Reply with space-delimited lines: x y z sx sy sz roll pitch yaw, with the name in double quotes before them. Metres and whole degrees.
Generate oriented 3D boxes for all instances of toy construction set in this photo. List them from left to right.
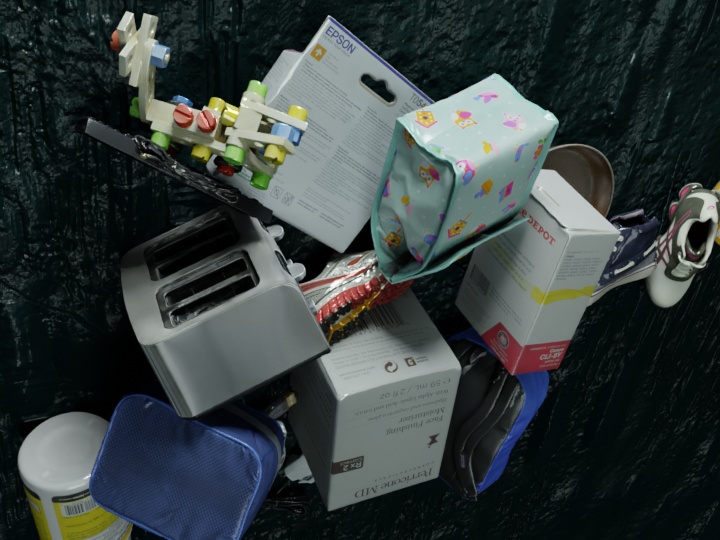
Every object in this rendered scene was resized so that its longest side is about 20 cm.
"toy construction set" -0.142 -0.141 0.745 0.093 0.198 0.131 -57 177 -8

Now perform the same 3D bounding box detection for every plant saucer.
"plant saucer" 0.240 -0.079 1.075 0.196 0.032 0.203 -14 130 -17

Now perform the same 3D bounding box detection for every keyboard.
"keyboard" -0.168 -0.093 0.775 0.197 0.126 0.021 25 89 -31

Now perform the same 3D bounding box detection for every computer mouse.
"computer mouse" -0.133 0.225 1.069 0.109 0.044 0.202 -42 159 -34
"computer mouse" -0.070 0.280 1.180 0.109 0.044 0.201 27 109 -39

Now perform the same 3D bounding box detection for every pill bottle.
"pill bottle" -0.334 0.279 0.990 0.112 0.115 0.203 -12 130 -19

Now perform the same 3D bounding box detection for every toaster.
"toaster" -0.150 0.039 0.860 0.197 0.182 0.120 -25 128 -7

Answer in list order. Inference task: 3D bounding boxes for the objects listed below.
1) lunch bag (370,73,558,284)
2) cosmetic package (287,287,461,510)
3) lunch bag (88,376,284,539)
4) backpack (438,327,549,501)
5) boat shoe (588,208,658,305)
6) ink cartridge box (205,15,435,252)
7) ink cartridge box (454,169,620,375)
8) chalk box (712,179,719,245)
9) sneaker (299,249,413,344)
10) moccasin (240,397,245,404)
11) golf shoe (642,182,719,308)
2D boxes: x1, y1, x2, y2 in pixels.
"lunch bag" 0.105 -0.082 0.896 0.169 0.122 0.203 -28 147 -34
"cosmetic package" 0.009 0.157 1.042 0.161 0.166 0.203 -11 130 -20
"lunch bag" -0.190 0.203 0.903 0.197 0.132 0.138 26 97 5
"backpack" 0.165 0.175 1.150 0.167 0.161 0.203 -23 141 -53
"boat shoe" 0.331 -0.020 1.151 0.197 0.075 0.094 -22 127 -22
"ink cartridge box" -0.032 -0.139 0.877 0.195 0.043 0.201 28 105 -40
"ink cartridge box" 0.207 -0.001 0.997 0.082 0.146 0.203 -2 126 -27
"chalk box" 0.616 -0.068 1.221 0.197 0.125 0.126 14 118 -35
"sneaker" 0.000 0.000 0.980 0.198 0.082 0.079 -33 148 -26
"moccasin" -0.181 0.168 1.016 0.079 0.068 0.203 8 120 -33
"golf shoe" 0.459 -0.022 1.187 0.075 0.089 0.204 11 123 6
